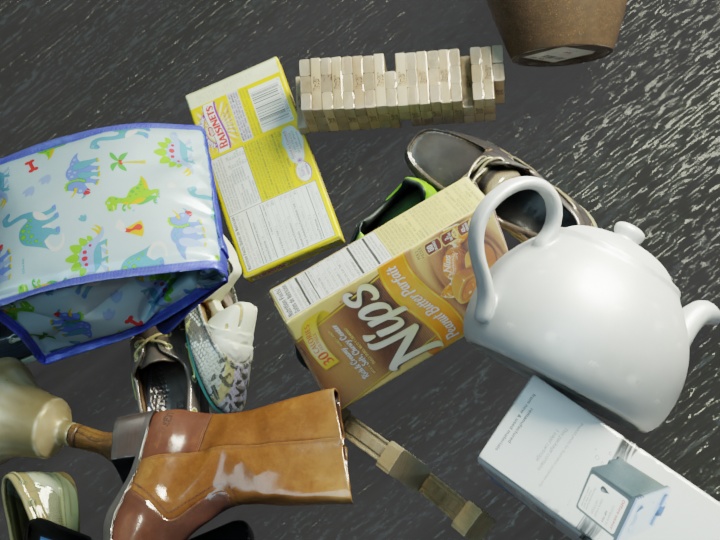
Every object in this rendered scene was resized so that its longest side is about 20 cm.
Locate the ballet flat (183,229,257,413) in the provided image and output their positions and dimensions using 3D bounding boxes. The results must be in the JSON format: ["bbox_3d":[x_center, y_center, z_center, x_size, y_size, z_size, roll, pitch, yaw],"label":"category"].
[{"bbox_3d":[-0.132,0.030,1.087,0.071,0.072,0.203,-22,71,7],"label":"ballet flat"}]

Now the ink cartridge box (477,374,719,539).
[{"bbox_3d":[0.199,0.184,0.935,0.199,0.147,0.086,33,83,18],"label":"ink cartridge box"}]

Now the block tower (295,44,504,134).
[{"bbox_3d":[0.035,-0.168,1.099,0.197,0.058,0.055,-4,74,6],"label":"block tower"}]

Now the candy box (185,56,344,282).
[{"bbox_3d":[-0.094,-0.099,1.138,0.101,0.026,0.202,-22,72,7],"label":"candy box"}]

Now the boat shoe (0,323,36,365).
[{"bbox_3d":[-0.311,0.039,1.126,0.198,0.062,0.075,-26,45,9],"label":"boat shoe"}]

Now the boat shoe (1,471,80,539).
[{"bbox_3d":[-0.284,0.280,1.052,0.073,0.063,0.204,-22,67,37],"label":"boat shoe"}]

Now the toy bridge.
[{"bbox_3d":[0.038,0.170,1.015,0.199,0.067,0.027,32,84,38],"label":"toy bridge"}]

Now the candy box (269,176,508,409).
[{"bbox_3d":[0.034,0.022,1.015,0.198,0.116,0.055,-31,36,-5],"label":"candy box"}]

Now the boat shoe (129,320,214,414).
[{"bbox_3d":[-0.179,0.092,1.091,0.071,0.060,0.203,-16,73,9],"label":"boat shoe"}]

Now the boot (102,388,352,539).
[{"bbox_3d":[-0.103,0.194,0.958,0.197,0.069,0.190,-6,51,3],"label":"boot"}]

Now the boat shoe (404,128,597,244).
[{"bbox_3d":[0.126,-0.077,1.057,0.198,0.073,0.075,30,84,18],"label":"boat shoe"}]

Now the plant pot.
[{"bbox_3d":[0.175,-0.293,1.062,0.184,0.187,0.204,-3,89,12],"label":"plant pot"}]

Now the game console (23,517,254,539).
[{"bbox_3d":[-0.178,0.276,0.965,0.170,0.120,0.201,-23,35,5],"label":"game console"}]

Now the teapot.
[{"bbox_3d":[0.184,0.027,0.952,0.195,0.200,0.148,26,86,17],"label":"teapot"}]

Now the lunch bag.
[{"bbox_3d":[-0.218,-0.033,1.050,0.197,0.128,0.172,-19,56,7],"label":"lunch bag"}]

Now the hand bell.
[{"bbox_3d":[-0.248,0.149,1.058,0.197,0.104,0.106,11,78,22],"label":"hand bell"}]

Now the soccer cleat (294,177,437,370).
[{"bbox_3d":[0.000,0.000,1.061,0.067,0.081,0.201,35,88,19],"label":"soccer cleat"}]
